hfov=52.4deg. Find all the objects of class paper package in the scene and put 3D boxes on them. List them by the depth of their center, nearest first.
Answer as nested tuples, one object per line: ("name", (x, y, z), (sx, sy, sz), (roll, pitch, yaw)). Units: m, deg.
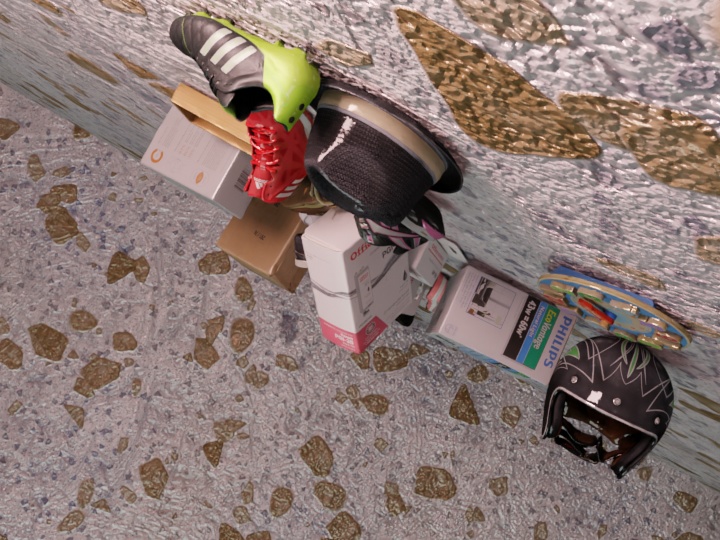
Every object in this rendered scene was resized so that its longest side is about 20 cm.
("paper package", (-0.187, -0.079, 1.612), (0.199, 0.192, 0.103), (24, 169, 39))

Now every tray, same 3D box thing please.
("tray", (-0.191, -0.218, 1.143), (0.199, 0.037, 0.099), (30, 176, 7))

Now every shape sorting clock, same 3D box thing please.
("shape sorting clock", (0.317, 0.055, 0.928), (0.198, 0.040, 0.200), (30, 176, 3))

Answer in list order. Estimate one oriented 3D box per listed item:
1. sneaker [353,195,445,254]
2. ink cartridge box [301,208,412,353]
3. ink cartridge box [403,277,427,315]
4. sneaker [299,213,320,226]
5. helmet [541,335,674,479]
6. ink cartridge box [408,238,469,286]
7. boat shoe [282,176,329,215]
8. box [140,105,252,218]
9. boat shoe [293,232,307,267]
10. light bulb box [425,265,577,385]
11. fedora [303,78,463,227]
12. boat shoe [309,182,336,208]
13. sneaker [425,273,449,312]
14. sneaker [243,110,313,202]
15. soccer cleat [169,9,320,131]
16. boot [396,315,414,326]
("sneaker", (0.021, -0.071, 0.913), (0.199, 0.086, 0.081), (34, -149, -38))
("ink cartridge box", (0.000, 0.000, 1.108), (0.082, 0.146, 0.202), (23, 139, 33))
("ink cartridge box", (0.047, 0.018, 1.492), (0.199, 0.117, 0.067), (14, -166, -44))
("sneaker", (-0.090, -0.086, 1.423), (0.199, 0.116, 0.075), (28, 175, 20))
("helmet", (0.376, 0.193, 1.108), (0.197, 0.192, 0.201), (11, -148, -7))
("ink cartridge box", (0.073, -0.039, 1.225), (0.199, 0.068, 0.116), (27, 175, 26))
("boat shoe", (-0.074, -0.120, 1.233), (0.067, 0.073, 0.200), (34, 171, -26))
("box", (-0.280, -0.198, 1.333), (0.199, 0.125, 0.097), (27, 175, 29))
("boat shoe", (-0.025, -0.048, 1.345), (0.197, 0.061, 0.074), (-5, -161, -6))
("light bulb box", (0.234, 0.096, 1.259), (0.198, 0.126, 0.198), (26, 175, 2))
("fedora", (0.007, -0.107, 0.756), (0.199, 0.092, 0.201), (29, 175, 3))
("boat shoe", (-0.041, -0.124, 1.029), (0.073, 0.067, 0.200), (30, 175, -7))
("sneaker", (0.191, 0.067, 1.586), (0.086, 0.074, 0.200), (27, 175, 11))
("sneaker", (-0.111, -0.148, 0.909), (0.078, 0.116, 0.200), (27, 174, 27))
("soccer cleat", (-0.127, -0.196, 0.712), (0.199, 0.082, 0.067), (27, 175, 30))
("boot", (0.089, 0.112, 2.586), (0.157, 0.080, 0.211), (15, 156, 44))
